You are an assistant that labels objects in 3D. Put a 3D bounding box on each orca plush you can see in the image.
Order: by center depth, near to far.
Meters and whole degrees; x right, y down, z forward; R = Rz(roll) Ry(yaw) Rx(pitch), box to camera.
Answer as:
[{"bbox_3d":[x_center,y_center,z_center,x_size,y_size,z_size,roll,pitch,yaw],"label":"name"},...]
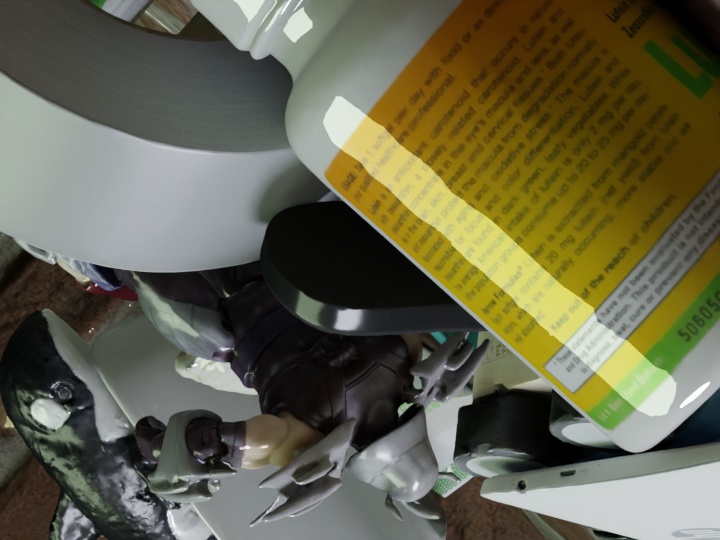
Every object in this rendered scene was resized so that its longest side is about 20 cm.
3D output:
[{"bbox_3d":[-0.109,0.103,1.323,0.200,0.071,0.105,49,-176,-48],"label":"orca plush"}]

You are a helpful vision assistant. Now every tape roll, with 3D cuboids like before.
[{"bbox_3d":[-0.080,-0.096,1.011,0.200,0.200,0.066,41,135,11],"label":"tape roll"}]

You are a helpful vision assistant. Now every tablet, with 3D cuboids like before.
[{"bbox_3d":[0.154,0.096,1.172,0.130,0.014,0.200,-11,160,38],"label":"tablet"}]

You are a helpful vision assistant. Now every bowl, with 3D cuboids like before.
[{"bbox_3d":[-0.029,0.087,1.340,0.200,0.075,0.200,51,-178,2],"label":"bowl"}]

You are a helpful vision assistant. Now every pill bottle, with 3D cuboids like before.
[{"bbox_3d":[0.048,-0.048,0.918,0.200,0.111,0.111,42,175,2],"label":"pill bottle"}]

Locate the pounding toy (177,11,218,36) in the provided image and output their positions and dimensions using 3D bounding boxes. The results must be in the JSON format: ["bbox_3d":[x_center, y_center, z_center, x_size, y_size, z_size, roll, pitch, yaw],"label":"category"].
[{"bbox_3d":[-0.016,-0.032,1.347,0.184,0.142,0.200,44,175,-32],"label":"pounding toy"}]

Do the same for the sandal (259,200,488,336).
[{"bbox_3d":[0.062,-0.013,0.995,0.199,0.045,0.075,-4,-141,-32],"label":"sandal"}]

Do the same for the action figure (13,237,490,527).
[{"bbox_3d":[-0.042,0.016,1.027,0.200,0.130,0.069,43,133,14],"label":"action figure"}]

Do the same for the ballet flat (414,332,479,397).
[{"bbox_3d":[0.000,0.000,1.146,0.063,0.068,0.200,-2,155,17],"label":"ballet flat"}]

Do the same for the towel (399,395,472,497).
[{"bbox_3d":[0.043,0.005,1.262,0.200,0.149,0.031,49,-169,-45],"label":"towel"}]

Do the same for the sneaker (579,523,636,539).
[{"bbox_3d":[0.123,0.075,1.458,0.071,0.099,0.200,41,176,-13],"label":"sneaker"}]

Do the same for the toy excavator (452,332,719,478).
[{"bbox_3d":[0.126,0.052,1.199,0.199,0.100,0.194,18,158,-28],"label":"toy excavator"}]

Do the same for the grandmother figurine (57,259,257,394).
[{"bbox_3d":[-0.090,-0.032,1.138,0.060,0.121,0.200,-30,104,40],"label":"grandmother figurine"}]

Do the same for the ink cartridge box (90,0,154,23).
[{"bbox_3d":[-0.132,-0.141,1.279,0.084,0.146,0.200,41,175,-1],"label":"ink cartridge box"}]

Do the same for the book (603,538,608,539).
[{"bbox_3d":[0.224,0.163,1.405,0.134,0.048,0.200,40,158,-29],"label":"book"}]
